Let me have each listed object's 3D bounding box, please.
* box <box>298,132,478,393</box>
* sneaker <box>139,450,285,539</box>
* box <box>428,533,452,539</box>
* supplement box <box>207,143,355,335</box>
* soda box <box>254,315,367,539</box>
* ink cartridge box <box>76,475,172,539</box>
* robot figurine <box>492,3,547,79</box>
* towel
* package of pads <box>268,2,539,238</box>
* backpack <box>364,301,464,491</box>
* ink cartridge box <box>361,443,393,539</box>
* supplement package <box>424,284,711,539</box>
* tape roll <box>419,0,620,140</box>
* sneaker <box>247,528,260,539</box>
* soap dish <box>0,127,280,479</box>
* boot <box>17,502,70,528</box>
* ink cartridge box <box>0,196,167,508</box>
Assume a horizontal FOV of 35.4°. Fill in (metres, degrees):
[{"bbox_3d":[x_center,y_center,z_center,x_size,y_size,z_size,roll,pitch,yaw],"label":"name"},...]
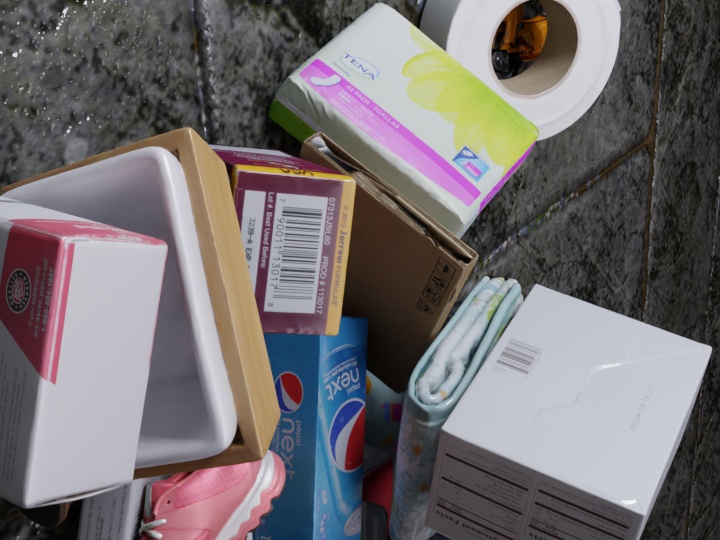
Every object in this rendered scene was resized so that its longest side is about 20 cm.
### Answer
[{"bbox_3d":[0.000,0.000,0.931,0.021,0.163,0.200,-43,165,-34],"label":"box"},{"bbox_3d":[-0.142,0.203,0.854,0.087,0.074,0.200,45,60,-22],"label":"sneaker"},{"bbox_3d":[0.073,0.290,1.011,0.200,0.094,0.103,39,52,-85],"label":"box"},{"bbox_3d":[-0.079,-0.029,0.830,0.085,0.200,0.111,4,99,-20],"label":"supplement box"},{"bbox_3d":[-0.040,0.137,0.937,0.064,0.068,0.201,3,88,-51],"label":"soda box"},{"bbox_3d":[-0.167,0.135,0.913,0.174,0.043,0.201,-30,130,-80],"label":"ink cartridge box"},{"bbox_3d":[0.179,-0.290,1.260,0.200,0.058,0.146,-21,118,-53],"label":"robot figurine"},{"bbox_3d":[0.085,0.118,0.963,0.200,0.048,0.172,-47,148,-47],"label":"towel"},{"bbox_3d":[0.043,-0.131,0.994,0.155,0.200,0.068,-47,175,-38],"label":"package of pads"},{"bbox_3d":[0.039,0.130,1.116,0.176,0.153,0.201,-6,101,-63],"label":"backpack"},{"bbox_3d":[-0.027,0.261,1.047,0.084,0.175,0.201,-26,123,-50],"label":"ink cartridge box"},{"bbox_3d":[0.164,0.129,0.883,0.200,0.155,0.111,-48,152,-47],"label":"supplement package"},{"bbox_3d":[0.163,-0.236,1.155,0.202,0.071,0.203,-9,116,-19],"label":"tape roll"},{"bbox_3d":[-0.117,0.149,0.953,0.116,0.075,0.201,69,32,-41],"label":"sneaker"},{"bbox_3d":[-0.138,0.027,0.710,0.081,0.157,0.201,-12,89,-63],"label":"soap dish"},{"bbox_3d":[-0.219,0.083,0.790,0.075,0.073,0.201,-32,125,-55],"label":"boot"},{"bbox_3d":[-0.217,0.032,0.649,0.085,0.199,0.146,0,102,-57],"label":"ink cartridge box"}]
